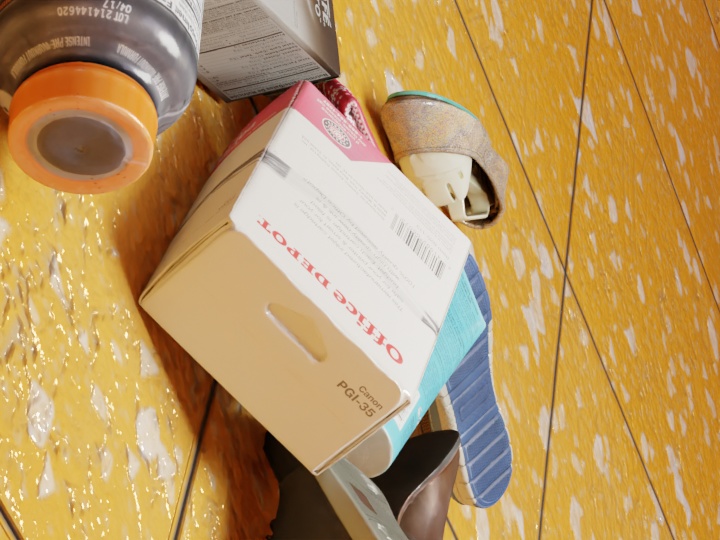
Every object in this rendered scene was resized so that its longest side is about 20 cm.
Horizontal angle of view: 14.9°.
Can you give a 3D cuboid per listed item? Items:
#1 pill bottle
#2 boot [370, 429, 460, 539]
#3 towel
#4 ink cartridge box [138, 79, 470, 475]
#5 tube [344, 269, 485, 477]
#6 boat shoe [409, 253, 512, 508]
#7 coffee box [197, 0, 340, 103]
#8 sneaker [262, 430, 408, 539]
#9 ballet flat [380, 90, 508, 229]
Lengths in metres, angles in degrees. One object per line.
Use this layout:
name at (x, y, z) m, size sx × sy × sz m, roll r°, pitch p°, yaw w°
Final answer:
pill bottle at (-0.131, -0.134, 1.377) m, size 0.106 × 0.106 × 0.200 m, roll 59°, pitch 26°, yaw -45°
boot at (0.048, 0.224, 1.740) m, size 0.186 × 0.064 × 0.200 m, roll -51°, pitch 124°, yaw -52°
towel at (-0.003, -0.078, 1.738) m, size 0.145 × 0.022 × 0.200 m, roll 66°, pitch -4°, yaw -25°
ink cartridge box at (-0.028, 0.000, 1.558) m, size 0.147 × 0.083 × 0.200 m, roll 45°, pitch 27°, yaw -11°
tube at (0.033, 0.052, 1.700) m, size 0.200 × 0.050 × 0.078 m, roll -53°, pitch 133°, yaw -51°
boat shoe at (0.044, 0.066, 1.819) m, size 0.072 × 0.072 × 0.200 m, roll -35°, pitch 124°, yaw -45°
coffee box at (-0.088, -0.188, 1.588) m, size 0.200 × 0.080 × 0.115 m, roll 38°, pitch 43°, yaw -63°
sneaker at (-0.036, 0.160, 1.546) m, size 0.075 × 0.106 × 0.200 m, roll 41°, pitch 6°, yaw -31°
ballet flat at (0.068, -0.074, 2.014) m, size 0.200 × 0.068 × 0.067 m, roll 32°, pitch 55°, yaw -64°
